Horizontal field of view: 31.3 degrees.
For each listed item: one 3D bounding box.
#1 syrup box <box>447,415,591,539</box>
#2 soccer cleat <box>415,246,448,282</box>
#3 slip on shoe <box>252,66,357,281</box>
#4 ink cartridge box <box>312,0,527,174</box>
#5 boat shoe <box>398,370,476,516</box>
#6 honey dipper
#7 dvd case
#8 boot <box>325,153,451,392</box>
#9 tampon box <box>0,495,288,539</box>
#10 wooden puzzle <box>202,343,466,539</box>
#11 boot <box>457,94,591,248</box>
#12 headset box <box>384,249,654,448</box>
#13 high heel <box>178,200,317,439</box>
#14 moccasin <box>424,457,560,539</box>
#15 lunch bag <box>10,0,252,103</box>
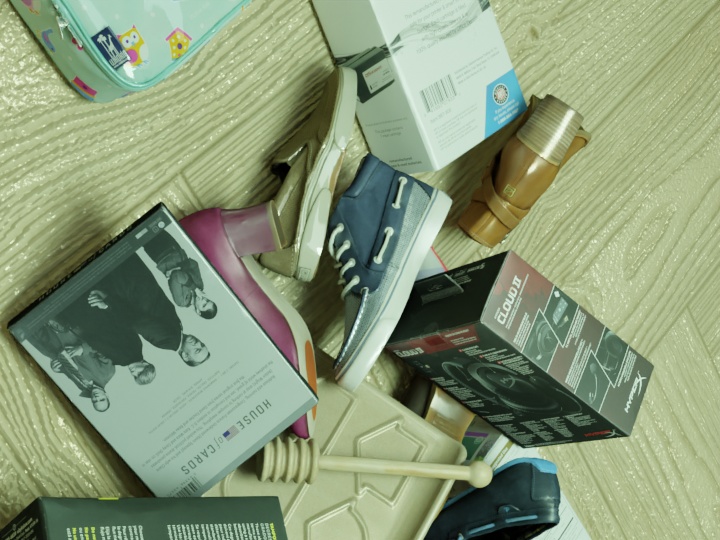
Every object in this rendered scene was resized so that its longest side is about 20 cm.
[{"bbox_3d":[0.150,0.239,1.248,0.082,0.078,0.201,-47,116,-31],"label":"syrup box"},{"bbox_3d":[0.061,0.021,1.204,0.076,0.067,0.201,-40,116,-10],"label":"soccer cleat"},{"bbox_3d":[-0.048,-0.091,1.115,0.060,0.076,0.202,14,74,-5],"label":"slip on shoe"},{"bbox_3d":[0.054,-0.209,1.190,0.144,0.084,0.202,-34,109,-36],"label":"ink cartridge box"},{"bbox_3d":[0.053,0.161,1.176,0.070,0.070,0.201,41,60,-19],"label":"boat shoe"},{"bbox_3d":[0.014,0.161,1.054,0.197,0.038,0.039,6,83,-15],"label":"honey dipper"},{"bbox_3d":[-0.148,0.071,0.985,0.150,0.025,0.201,-37,109,0],"label":"dvd case"},{"bbox_3d":[0.000,0.000,1.102,0.090,0.073,0.201,28,65,-4],"label":"boot"},{"bbox_3d":[-0.162,0.247,0.918,0.198,0.150,0.127,9,54,-40],"label":"tampon box"},{"bbox_3d":[-0.035,0.175,1.079,0.199,0.046,0.186,32,63,2],"label":"wooden puzzle"},{"bbox_3d":[0.155,-0.094,1.269,0.073,0.200,0.156,35,96,9],"label":"boot"},{"bbox_3d":[0.129,0.069,1.115,0.199,0.148,0.078,38,62,-19],"label":"headset box"},{"bbox_3d":[-0.095,0.047,1.057,0.067,0.095,0.203,-10,87,-83],"label":"high heel"},{"bbox_3d":[0.105,0.237,1.137,0.080,0.200,0.069,8,51,-25],"label":"moccasin"},{"bbox_3d":[-0.177,-0.240,1.003,0.200,0.077,0.161,-47,116,-31],"label":"lunch bag"}]
